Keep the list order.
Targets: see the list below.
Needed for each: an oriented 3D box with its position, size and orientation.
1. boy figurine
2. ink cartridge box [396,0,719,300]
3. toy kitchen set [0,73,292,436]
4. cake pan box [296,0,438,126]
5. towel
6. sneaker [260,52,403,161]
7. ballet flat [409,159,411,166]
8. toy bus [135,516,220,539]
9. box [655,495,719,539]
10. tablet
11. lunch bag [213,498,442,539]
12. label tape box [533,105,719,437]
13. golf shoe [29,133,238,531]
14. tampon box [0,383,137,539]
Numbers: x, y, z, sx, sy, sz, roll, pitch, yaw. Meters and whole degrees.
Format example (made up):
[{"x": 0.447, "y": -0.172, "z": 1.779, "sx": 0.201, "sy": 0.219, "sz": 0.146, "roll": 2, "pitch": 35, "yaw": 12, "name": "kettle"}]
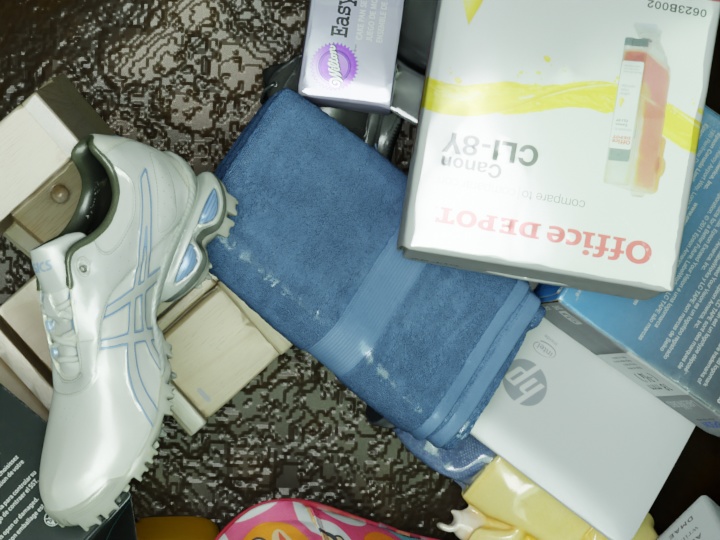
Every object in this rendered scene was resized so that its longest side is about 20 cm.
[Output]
[{"x": 0.104, "y": 0.115, "z": 1.650, "sx": 0.200, "sy": 0.064, "sz": 0.124, "roll": 38, "pitch": 86, "yaw": -11, "name": "boy figurine"}, {"x": 0.106, "y": -0.094, "z": 1.487, "sx": 0.145, "sy": 0.083, "sz": 0.201, "roll": 9, "pitch": 89, "yaw": 0, "name": "ink cartridge box"}, {"x": -0.162, "y": 0.025, "z": 1.553, "sx": 0.163, "sy": 0.180, "sz": 0.200, "roll": -42, "pitch": 96, "yaw": 4, "name": "toy kitchen set"}, {"x": 0.066, "y": -0.169, "z": 1.555, "sx": 0.184, "sy": 0.052, "sz": 0.201, "roll": 9, "pitch": 88, "yaw": 2, "name": "cake pan box"}, {"x": 0.000, "y": 0.000, "z": 1.547, "sx": 0.200, "sy": 0.049, "sz": 0.112, "roll": 40, "pitch": 74, "yaw": -18, "name": "towel"}, {"x": -0.021, "y": -0.073, "z": 1.612, "sx": 0.091, "sy": 0.076, "sz": 0.201, "roll": 20, "pitch": 88, "yaw": -1, "name": "sneaker"}, {"x": 0.102, "y": -0.124, "z": 1.613, "sx": 0.068, "sy": 0.068, "sz": 0.200, "roll": 26, "pitch": 96, "yaw": -20, "name": "ballet flat"}, {"x": -0.173, "y": 0.189, "z": 1.639, "sx": 0.199, "sy": 0.065, "sz": 0.079, "roll": -11, "pitch": 101, "yaw": -3, "name": "toy bus"}, {"x": 0.206, "y": 0.273, "z": 1.616, "sx": 0.199, "sy": 0.131, "sz": 0.200, "roll": 39, "pitch": 104, "yaw": -25, "name": "box"}, {"x": 0.100, "y": 0.050, "z": 1.624, "sx": 0.200, "sy": 0.014, "sz": 0.130, "roll": 37, "pitch": 58, "yaw": -6, "name": "tablet"}, {"x": -0.023, "y": 0.222, "z": 1.607, "sx": 0.200, "sy": 0.082, "sz": 0.176, "roll": 19, "pitch": 122, "yaw": -35, "name": "lunch bag"}, {"x": 0.216, "y": 0.015, "z": 1.626, "sx": 0.200, "sy": 0.063, "sz": 0.144, "roll": 35, "pitch": 78, "yaw": -9, "name": "label tape box"}, {"x": -0.138, "y": 0.027, "z": 1.435, "sx": 0.097, "sy": 0.078, "sz": 0.201, "roll": 31, "pitch": 64, "yaw": -38, "name": "golf shoe"}, {"x": -0.233, "y": 0.125, "z": 1.532, "sx": 0.200, "sy": 0.150, "sz": 0.126, "roll": 39, "pitch": 71, "yaw": 15, "name": "tampon box"}]
